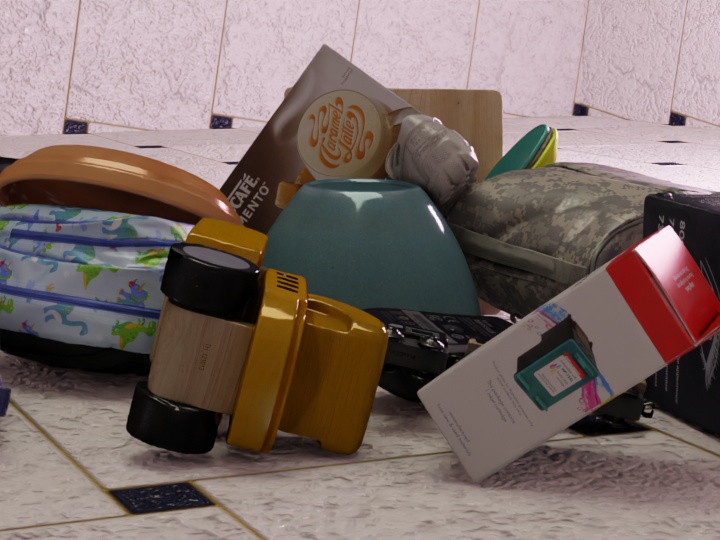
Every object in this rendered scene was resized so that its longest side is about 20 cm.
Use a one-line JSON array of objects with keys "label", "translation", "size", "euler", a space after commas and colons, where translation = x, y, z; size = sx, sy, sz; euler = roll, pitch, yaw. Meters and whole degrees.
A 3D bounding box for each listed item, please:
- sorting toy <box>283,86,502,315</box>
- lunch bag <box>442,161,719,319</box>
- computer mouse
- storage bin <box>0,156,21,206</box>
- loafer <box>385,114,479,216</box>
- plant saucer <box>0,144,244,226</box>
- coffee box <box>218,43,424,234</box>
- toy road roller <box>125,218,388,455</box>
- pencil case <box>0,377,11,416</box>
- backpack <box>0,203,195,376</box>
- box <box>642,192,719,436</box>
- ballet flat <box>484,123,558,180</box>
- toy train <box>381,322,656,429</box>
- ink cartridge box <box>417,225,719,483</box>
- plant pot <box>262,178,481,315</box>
[{"label": "sorting toy", "translation": [0.028, -0.059, 1.573], "size": [0.197, 0.202, 0.070], "euler": [1, -8, -1]}, {"label": "lunch bag", "translation": [0.180, -0.012, 1.403], "size": [0.167, 0.141, 0.199], "euler": [1, 12, -38]}, {"label": "computer mouse", "translation": [0.079, 0.068, 1.223], "size": [0.198, 0.053, 0.139], "euler": [5, 16, -20]}, {"label": "storage bin", "translation": [-0.465, -0.073, 1.905], "size": [0.134, 0.095, 0.199], "euler": [7, 10, 35]}, {"label": "loafer", "translation": [0.056, -0.083, 1.441], "size": [0.070, 0.070, 0.200], "euler": [-41, -8, -11]}, {"label": "plant saucer", "translation": [-0.181, -0.052, 1.337], "size": [0.198, 0.038, 0.200], "euler": [12, -16, 3]}, {"label": "coffee box", "translation": [-0.044, -0.076, 1.498], "size": [0.114, 0.201, 0.080], "euler": [36, -6, 4]}, {"label": "toy road roller", "translation": [-0.062, 0.052, 1.108], "size": [0.145, 0.124, 0.200], "euler": [15, 9, -4]}, {"label": "pencil case", "translation": [-0.274, 0.058, 1.129], "size": [0.083, 0.086, 0.200], "euler": [0, 8, -14]}, {"label": "backpack", "translation": [-0.200, 0.015, 1.282], "size": [0.199, 0.155, 0.163], "euler": [26, 3, 41]}, {"label": "box", "translation": [0.272, 0.031, 1.151], "size": [0.103, 0.150, 0.200], "euler": [-1, 10, -17]}, {"label": "ballet flat", "translation": [0.114, -0.036, 1.511], "size": [0.067, 0.200, 0.067], "euler": [45, -7, -18]}, {"label": "toy train", "translation": [0.098, 0.068, 1.147], "size": [0.198, 0.034, 0.046], "euler": [14, 15, -5]}, {"label": "ink cartridge box", "translation": [0.143, 0.038, 1.030], "size": [0.199, 0.068, 0.116], "euler": [-35, -4, 20]}, {"label": "plant pot", "translation": [0.000, 0.000, 1.359], "size": [0.198, 0.136, 0.200], "euler": [1, 10, 0]}]
